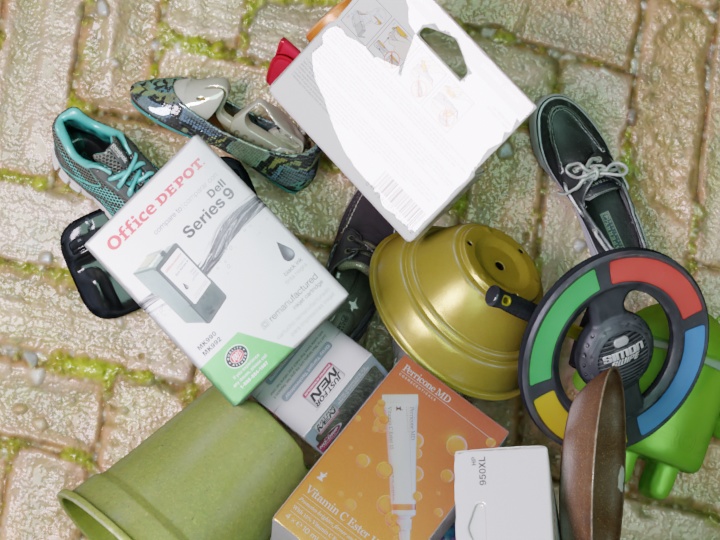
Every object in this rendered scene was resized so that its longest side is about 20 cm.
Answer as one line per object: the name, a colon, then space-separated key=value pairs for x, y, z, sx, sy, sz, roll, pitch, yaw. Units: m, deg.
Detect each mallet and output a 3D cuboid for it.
mallet: x=0.183 y=0.039 z=1.590 sx=0.200 sy=0.041 sz=0.066 roll=33 pitch=79 yaw=-46

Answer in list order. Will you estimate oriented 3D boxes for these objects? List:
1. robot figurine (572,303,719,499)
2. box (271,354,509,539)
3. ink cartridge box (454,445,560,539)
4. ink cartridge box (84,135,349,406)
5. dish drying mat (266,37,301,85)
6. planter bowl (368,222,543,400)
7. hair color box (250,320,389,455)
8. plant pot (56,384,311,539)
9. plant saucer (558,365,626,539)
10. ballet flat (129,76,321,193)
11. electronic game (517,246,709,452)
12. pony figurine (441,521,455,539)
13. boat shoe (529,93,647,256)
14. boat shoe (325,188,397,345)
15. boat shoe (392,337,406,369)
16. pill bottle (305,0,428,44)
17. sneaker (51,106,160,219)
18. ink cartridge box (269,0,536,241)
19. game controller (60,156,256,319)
robot figurine: x=0.299 y=0.122 z=1.687 sx=0.174 sy=0.116 sz=0.202 roll=18 pitch=85 yaw=2
box: x=0.026 y=0.201 z=1.557 sx=0.124 sy=0.098 sz=0.200 roll=35 pitch=69 yaw=12
ink cartridge box: x=0.133 y=0.256 z=1.475 sx=0.083 sy=0.200 sz=0.146 roll=-5 pitch=62 yaw=8
ink cartridge box: x=-0.129 y=0.001 z=1.532 sx=0.146 sy=0.084 sz=0.200 roll=-44 pitch=89 yaw=-3
dish drying mat: x=-0.014 y=-0.138 z=1.656 sx=0.200 sy=0.077 sz=0.018 roll=43 pitch=61 yaw=9
planter bowl: x=0.113 y=0.017 z=1.624 sx=0.200 sy=0.201 sz=0.084 roll=39 pitch=126 yaw=-5
hair color box: x=-0.078 y=0.075 z=1.612 sx=0.199 sy=0.061 sz=0.099 roll=36 pitch=82 yaw=33
plant pot: x=-0.149 y=0.213 z=1.596 sx=0.200 sy=0.200 sz=0.184 roll=46 pitch=71 yaw=-3
plant saucer: x=0.204 y=0.184 z=1.504 sx=0.036 sy=0.200 sz=0.203 roll=1 pitch=87 yaw=17
ballet flat: x=-0.125 y=-0.150 z=1.661 sx=0.199 sy=0.074 sz=0.075 roll=26 pitch=84 yaw=-12
electronic game: x=0.235 y=0.075 z=1.572 sx=0.198 sy=0.042 sz=0.202 roll=-8 pitch=112 yaw=-20
pony figurine: x=0.098 y=0.295 z=1.646 sx=0.198 sy=0.166 sz=0.195 roll=-17 pitch=83 yaw=-24
boat shoe: x=0.232 y=-0.087 z=1.712 sx=0.073 sy=0.068 sz=0.201 roll=-20 pitch=90 yaw=-9
boat shoe: x=0.000 y=0.000 z=1.676 sx=0.071 sy=0.065 sz=0.202 roll=22 pitch=83 yaw=-3
boat shoe: x=0.061 y=0.102 z=1.677 sx=0.070 sy=0.070 sz=0.202 roll=11 pitch=86 yaw=-7
pill bottle: x=0.035 y=-0.177 z=1.670 sx=0.106 sy=0.106 sz=0.200 roll=-41 pitch=93 yaw=-8
sneaker: x=-0.221 y=-0.083 z=1.606 sx=0.199 sy=0.091 sz=0.078 roll=34 pitch=72 yaw=16
ink cartridge box: x=0.041 y=-0.159 z=1.584 sx=0.176 sy=0.045 sz=0.200 roll=-45 pitch=82 yaw=17
game controller: x=-0.190 y=-0.032 z=1.671 sx=0.199 sy=0.042 sz=0.105 roll=-24 pitch=105 yaw=-8
